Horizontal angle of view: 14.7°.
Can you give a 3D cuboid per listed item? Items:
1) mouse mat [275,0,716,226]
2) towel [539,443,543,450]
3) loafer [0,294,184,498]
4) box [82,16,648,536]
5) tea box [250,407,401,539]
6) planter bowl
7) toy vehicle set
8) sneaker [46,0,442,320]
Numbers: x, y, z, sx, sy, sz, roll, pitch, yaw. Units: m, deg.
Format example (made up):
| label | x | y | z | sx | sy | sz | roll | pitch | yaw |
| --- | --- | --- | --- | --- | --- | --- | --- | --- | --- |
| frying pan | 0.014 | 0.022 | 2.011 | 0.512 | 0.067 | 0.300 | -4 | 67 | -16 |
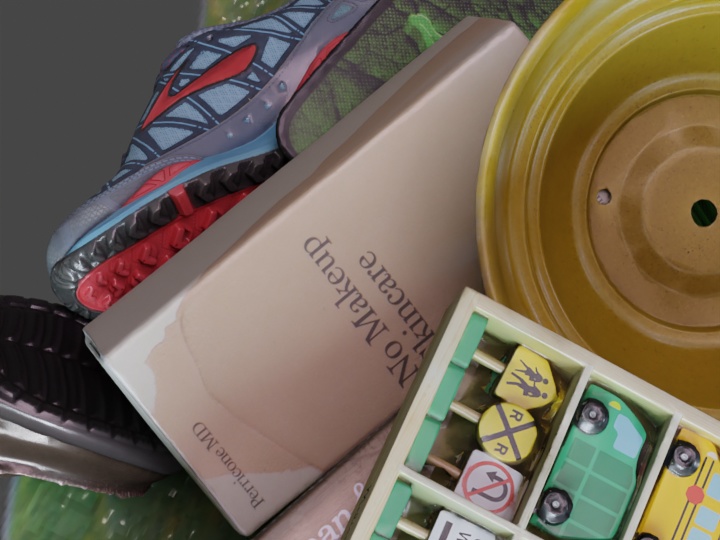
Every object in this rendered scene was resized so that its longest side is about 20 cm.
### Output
| label | x | y | z | sx | sy | sz | roll | pitch | yaw |
| --- | --- | --- | --- | --- | --- | --- | --- | --- | --- |
| mouse mat | 0.080 | -0.044 | 1.143 | 0.200 | 0.008 | 0.161 | 45 | 73 | -13 |
| towel | 0.050 | 0.167 | 0.918 | 0.149 | 0.031 | 0.200 | 39 | 70 | -3 |
| loafer | -0.164 | 0.050 | 1.110 | 0.199 | 0.071 | 0.073 | 18 | 35 | -14 |
| box | 0.000 | 0.000 | 1.071 | 0.200 | 0.078 | 0.095 | -41 | 102 | -4 |
| tea box | 0.002 | 0.153 | 1.032 | 0.200 | 0.197 | 0.134 | -40 | 84 | -19 |
| planter bowl | 0.133 | -0.021 | 1.008 | 0.199 | 0.083 | 0.202 | 0 | 91 | -7 |
| toy vehicle set | 0.046 | 0.121 | 0.906 | 0.124 | 0.027 | 0.201 | 27 | 68 | -5 |
| sneaker | -0.056 | -0.052 | 1.160 | 0.200 | 0.080 | 0.095 | -36 | 50 | -20 |
